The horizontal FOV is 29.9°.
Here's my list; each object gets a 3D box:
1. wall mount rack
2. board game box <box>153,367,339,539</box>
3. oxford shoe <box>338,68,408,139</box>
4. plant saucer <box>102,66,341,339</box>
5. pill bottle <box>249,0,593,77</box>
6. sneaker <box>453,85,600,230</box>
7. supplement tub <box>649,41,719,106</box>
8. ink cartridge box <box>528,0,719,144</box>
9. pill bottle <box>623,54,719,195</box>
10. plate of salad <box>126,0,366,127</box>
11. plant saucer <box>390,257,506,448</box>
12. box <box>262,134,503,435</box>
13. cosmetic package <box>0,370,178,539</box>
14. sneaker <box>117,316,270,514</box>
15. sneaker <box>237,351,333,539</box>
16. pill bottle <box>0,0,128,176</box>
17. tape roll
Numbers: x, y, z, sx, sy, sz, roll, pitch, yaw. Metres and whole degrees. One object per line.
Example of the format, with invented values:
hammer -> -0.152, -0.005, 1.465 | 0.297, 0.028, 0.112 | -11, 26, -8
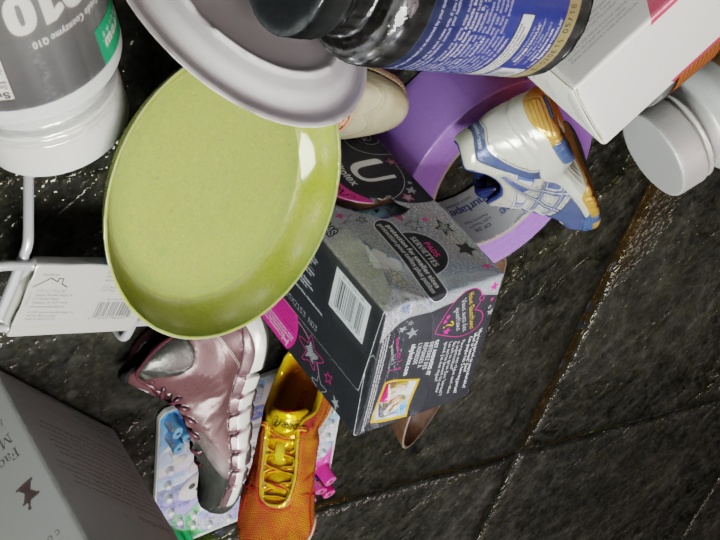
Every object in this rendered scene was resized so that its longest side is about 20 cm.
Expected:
wall mount rack -> -0.196, -0.024, 0.951 | 0.199, 0.075, 0.174 | 0, 131, -42
board game box -> -0.100, 0.177, 1.277 | 0.199, 0.026, 0.201 | -18, 138, -28
oxford shoe -> -0.036, -0.112, 0.996 | 0.199, 0.074, 0.071 | -7, 132, -37
plant saucer -> -0.094, -0.053, 0.891 | 0.199, 0.031, 0.202 | -24, 125, -39
pill bottle -> 0.036, -0.175, 0.804 | 0.199, 0.112, 0.112 | -3, 130, -39
sneaker -> 0.136, -0.082, 1.092 | 0.088, 0.076, 0.200 | -22, 150, 15
supplement tub -> 0.234, -0.209, 1.068 | 0.200, 0.122, 0.123 | -37, 146, -25
ink cartridge box -> 0.152, -0.212, 0.957 | 0.146, 0.200, 0.083 | -42, 146, 3
pill bottle -> 0.349, -0.160, 1.258 | 0.199, 0.114, 0.115 | -33, 143, -10
plate of salad -> -0.078, -0.164, 0.814 | 0.199, 0.201, 0.048 | 6, 146, -45
plant saucer -> 0.076, 0.069, 1.256 | 0.201, 0.034, 0.201 | -56, 166, -22
box -> 0.000, 0.000, 1.037 | 0.114, 0.200, 0.133 | -17, 138, -31
cosmetic package -> -0.252, 0.220, 1.038 | 0.165, 0.200, 0.165 | -43, 144, 3
sneaker -> -0.148, 0.111, 1.122 | 0.115, 0.076, 0.202 | 2, 111, -22
sneaker -> -0.069, 0.159, 1.146 | 0.072, 0.201, 0.077 | 1, 151, 12
pill bottle -> -0.201, -0.157, 0.771 | 0.113, 0.113, 0.201 | -29, 143, -15
tape roll -> 0.099, -0.093, 1.145 | 0.199, 0.066, 0.201 | -25, 141, -22
